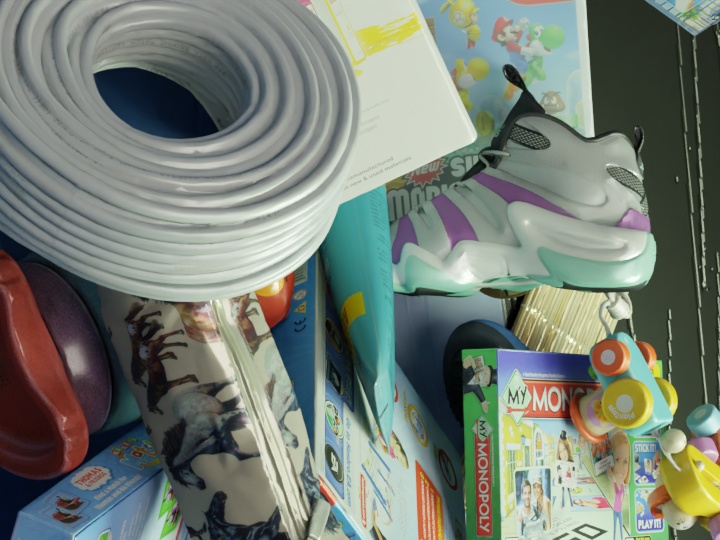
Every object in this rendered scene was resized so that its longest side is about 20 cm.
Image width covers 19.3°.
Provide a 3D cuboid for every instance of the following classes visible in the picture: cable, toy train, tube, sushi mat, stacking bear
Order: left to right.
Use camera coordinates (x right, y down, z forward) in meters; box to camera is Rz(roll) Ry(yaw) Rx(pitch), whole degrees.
[{"bbox_3d":[-0.119,0.023,1.141,0.200,0.114,0.122,-24,91,-37],"label":"stacking bear"},{"bbox_3d":[-0.097,-0.077,0.998,0.200,0.200,0.069,-51,171,-43],"label":"cable"},{"bbox_3d":[0.000,0.000,1.221,0.077,0.050,0.200,70,8,-56],"label":"tube"},{"bbox_3d":[0.124,0.082,1.449,0.096,0.012,0.200,32,74,-42],"label":"sushi mat"},{"bbox_3d":[0.190,0.101,1.355,0.200,0.056,0.150,50,21,-24],"label":"toy train"}]

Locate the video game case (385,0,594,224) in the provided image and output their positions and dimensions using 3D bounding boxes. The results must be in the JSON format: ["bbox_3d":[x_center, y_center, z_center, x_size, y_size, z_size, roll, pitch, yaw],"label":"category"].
[{"bbox_3d":[0.074,-0.091,1.317,0.143,0.017,0.201,-6,103,-4],"label":"video game case"}]

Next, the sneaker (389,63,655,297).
[{"bbox_3d":[0.078,-0.055,1.287,0.078,0.199,0.140,37,52,-83],"label":"sneaker"}]

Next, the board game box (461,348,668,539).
[{"bbox_3d":[0.132,0.120,1.337,0.200,0.029,0.135,6,82,-52],"label":"board game box"}]

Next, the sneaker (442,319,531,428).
[{"bbox_3d":[0.118,0.093,1.400,0.200,0.066,0.079,56,46,-32],"label":"sneaker"}]

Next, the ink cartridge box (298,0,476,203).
[{"bbox_3d":[-0.040,-0.151,1.152,0.125,0.129,0.200,-25,118,4],"label":"ink cartridge box"}]

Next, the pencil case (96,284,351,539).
[{"bbox_3d":[-0.065,0.070,1.051,0.078,0.089,0.200,-25,98,-43],"label":"pencil case"}]

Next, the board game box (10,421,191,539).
[{"bbox_3d":[-0.137,0.163,1.110,0.200,0.037,0.152,-37,147,-68],"label":"board game box"}]

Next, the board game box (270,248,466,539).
[{"bbox_3d":[-0.003,0.122,1.229,0.196,0.056,0.200,57,19,-33],"label":"board game box"}]

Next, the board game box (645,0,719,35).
[{"bbox_3d":[0.144,-0.267,1.311,0.200,0.062,0.200,16,51,-45],"label":"board game box"}]

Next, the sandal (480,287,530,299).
[{"bbox_3d":[0.092,-0.084,1.358,0.081,0.055,0.201,-5,103,-5],"label":"sandal"}]
